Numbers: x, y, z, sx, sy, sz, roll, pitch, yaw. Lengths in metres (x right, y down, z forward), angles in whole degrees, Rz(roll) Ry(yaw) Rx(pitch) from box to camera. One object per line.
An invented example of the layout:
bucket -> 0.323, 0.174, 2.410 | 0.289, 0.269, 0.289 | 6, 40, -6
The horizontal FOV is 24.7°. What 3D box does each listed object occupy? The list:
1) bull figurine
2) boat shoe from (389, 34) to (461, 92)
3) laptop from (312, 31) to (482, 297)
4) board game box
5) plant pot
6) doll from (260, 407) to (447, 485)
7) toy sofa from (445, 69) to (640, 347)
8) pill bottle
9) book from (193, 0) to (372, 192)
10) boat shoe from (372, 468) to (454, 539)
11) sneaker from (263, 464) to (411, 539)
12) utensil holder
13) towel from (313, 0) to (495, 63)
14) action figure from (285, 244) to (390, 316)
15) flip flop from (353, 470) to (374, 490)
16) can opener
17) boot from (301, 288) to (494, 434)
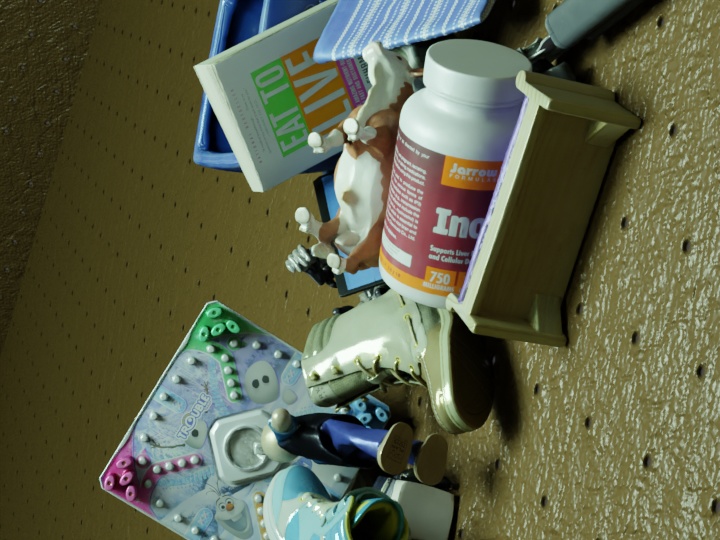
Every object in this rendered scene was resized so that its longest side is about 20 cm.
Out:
bull figurine -> 0.005, -0.091, 1.392 | 0.065, 0.121, 0.201 | 14, 108, 32
boat shoe -> 0.063, -0.177, 1.481 | 0.202, 0.074, 0.065 | -126, 39, -52
laptop -> 0.047, -0.098, 1.496 | 0.177, 0.103, 0.200 | -105, 31, -48
board game box -> -0.104, 0.162, 1.498 | 0.200, 0.200, 0.026 | -58, 5, -2
plant pot -> -0.051, -0.189, 1.694 | 0.200, 0.179, 0.201 | -171, 91, -71
doll -> -0.020, 0.146, 1.404 | 0.200, 0.136, 0.049 | -1, 71, 53
toy sofa -> 0.133, -0.050, 1.269 | 0.098, 0.083, 0.200 | -126, 48, -61
pill bottle -> 0.081, -0.079, 1.336 | 0.113, 0.113, 0.200 | -116, 29, -58
book -> -0.042, -0.177, 1.575 | 0.048, 0.200, 0.134 | 10, 126, 61
boat shoe -> 0.029, 0.270, 1.434 | 0.093, 0.074, 0.201 | 167, 120, -73
sneaker -> -0.014, 0.210, 1.384 | 0.131, 0.079, 0.200 | -60, 33, 28
utensil holder -> -0.093, 0.163, 1.612 | 0.200, 0.169, 0.170 | -169, 89, -84
towel -> 0.052, -0.256, 1.481 | 0.200, 0.024, 0.145 | -7, 47, 42
action figure -> 0.000, 0.000, 1.566 | 0.119, 0.102, 0.200 | -23, 51, 12
flip flop -> -0.020, 0.287, 1.562 | 0.081, 0.057, 0.200 | -125, 48, -63
can opener -> 0.179, -0.180, 1.277 | 0.067, 0.053, 0.200 | 63, 153, 4
boot -> 0.027, 0.086, 1.402 | 0.154, 0.072, 0.200 | -28, 37, 17
